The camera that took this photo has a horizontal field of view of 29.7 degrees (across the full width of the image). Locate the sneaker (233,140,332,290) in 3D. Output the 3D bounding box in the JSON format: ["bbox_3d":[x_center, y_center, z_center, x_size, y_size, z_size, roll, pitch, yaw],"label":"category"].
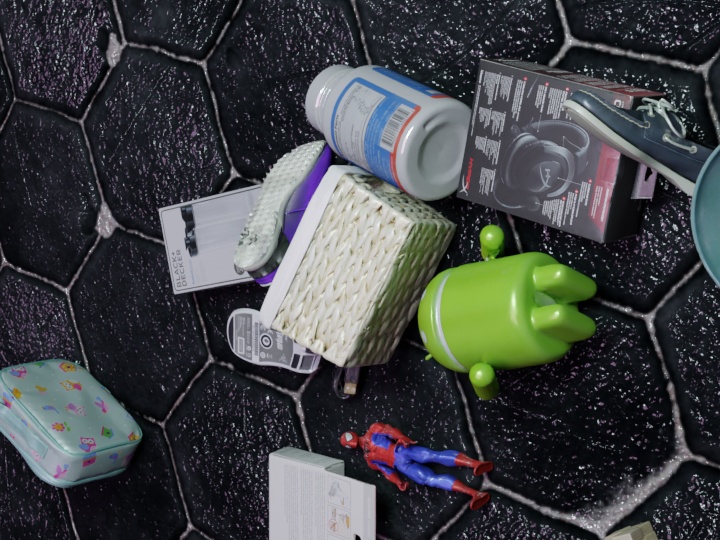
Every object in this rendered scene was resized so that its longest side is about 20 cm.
[{"bbox_3d":[-0.072,-0.056,1.580,0.070,0.100,0.200,-7,48,45],"label":"sneaker"}]

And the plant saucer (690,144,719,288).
[{"bbox_3d":[0.397,-0.046,1.211,0.200,0.036,0.200,14,116,30],"label":"plant saucer"}]

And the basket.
[{"bbox_3d":[0.000,0.000,1.502,0.123,0.136,0.200,33,105,24],"label":"basket"}]

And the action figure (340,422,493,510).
[{"bbox_3d":[0.057,0.219,1.568,0.200,0.052,0.065,14,110,39],"label":"action figure"}]

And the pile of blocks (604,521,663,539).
[{"bbox_3d":[0.325,0.317,1.353,0.200,0.062,0.082,18,109,36],"label":"pile of blocks"}]

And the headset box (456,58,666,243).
[{"bbox_3d":[0.207,-0.122,1.365,0.200,0.077,0.149,19,110,35],"label":"headset box"}]

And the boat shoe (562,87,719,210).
[{"bbox_3d":[0.276,-0.122,1.249,0.062,0.200,0.075,-58,19,11],"label":"boat shoe"}]

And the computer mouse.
[{"bbox_3d":[-0.076,0.085,1.656,0.200,0.044,0.110,13,111,31],"label":"computer mouse"}]

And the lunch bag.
[{"bbox_3d":[-0.417,0.209,1.877,0.200,0.160,0.077,39,120,27],"label":"lunch bag"}]

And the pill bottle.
[{"bbox_3d":[0.029,-0.158,1.472,0.200,0.112,0.112,34,118,47],"label":"pill bottle"}]

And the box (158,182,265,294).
[{"bbox_3d":[-0.155,-0.039,1.686,0.200,0.060,0.117,-8,92,40],"label":"box"}]

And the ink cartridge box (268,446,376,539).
[{"bbox_3d":[-0.037,0.332,1.663,0.176,0.045,0.200,10,104,39],"label":"ink cartridge box"}]

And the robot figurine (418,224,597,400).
[{"bbox_3d":[0.146,0.046,1.417,0.200,0.116,0.176,-11,68,41],"label":"robot figurine"}]
